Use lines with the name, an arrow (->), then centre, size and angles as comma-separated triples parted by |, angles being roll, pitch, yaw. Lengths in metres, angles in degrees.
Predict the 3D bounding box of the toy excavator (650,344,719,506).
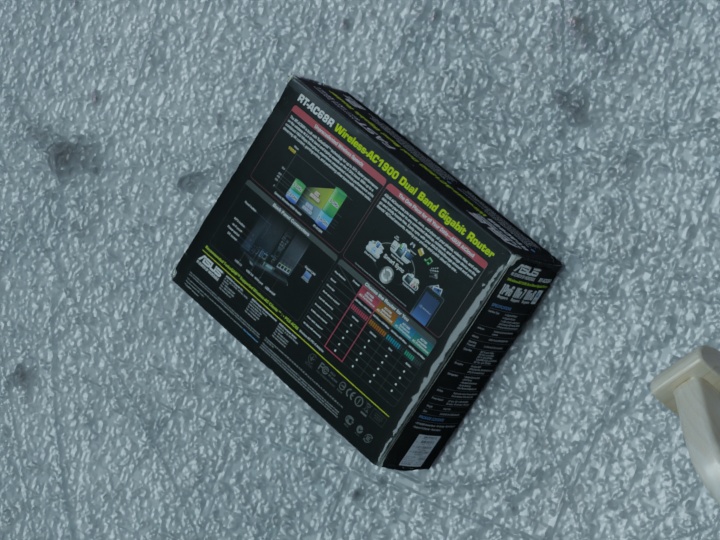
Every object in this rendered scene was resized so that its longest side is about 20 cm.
toy excavator -> 0.214, 0.145, 1.156 | 0.100, 0.194, 0.200 | -36, 94, 24

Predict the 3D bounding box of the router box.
router box -> 0.000, 0.000, 1.346 | 0.200, 0.062, 0.150 | 41, 107, 30
